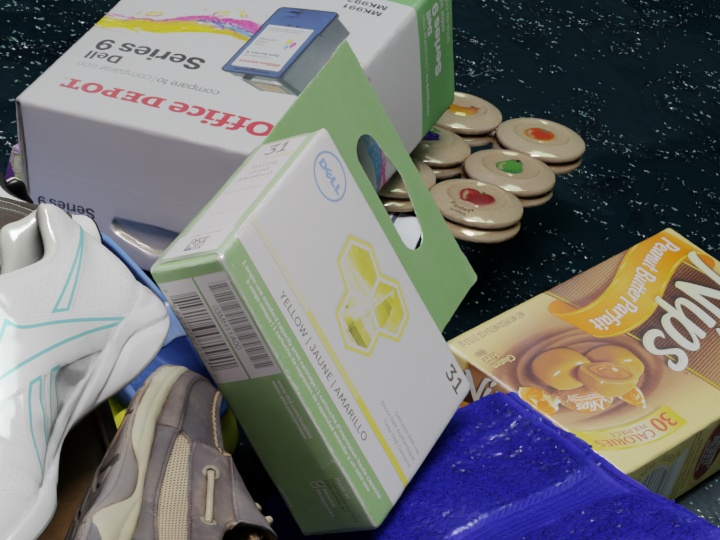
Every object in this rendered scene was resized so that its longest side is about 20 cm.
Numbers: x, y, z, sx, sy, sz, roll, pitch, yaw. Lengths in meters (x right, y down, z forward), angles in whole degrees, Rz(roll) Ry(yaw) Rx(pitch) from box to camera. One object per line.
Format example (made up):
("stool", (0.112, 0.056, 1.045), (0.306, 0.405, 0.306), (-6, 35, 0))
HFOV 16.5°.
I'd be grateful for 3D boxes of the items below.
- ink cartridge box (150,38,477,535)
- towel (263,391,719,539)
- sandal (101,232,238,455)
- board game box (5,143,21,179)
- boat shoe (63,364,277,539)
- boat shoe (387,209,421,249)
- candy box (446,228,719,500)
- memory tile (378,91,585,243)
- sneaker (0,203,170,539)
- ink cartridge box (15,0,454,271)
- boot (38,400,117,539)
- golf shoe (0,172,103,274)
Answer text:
("ink cartridge box", (0.000, 0.000, 1.104), (0.048, 0.146, 0.200), (-12, 28, 37))
("towel", (0.063, 0.114, 1.070), (0.148, 0.050, 0.200), (-17, 24, -26))
("sandal", (-0.135, 0.013, 1.161), (0.200, 0.087, 0.079), (28, 36, 16))
("board game box", (-0.087, -0.065, 1.345), (0.120, 0.032, 0.200), (33, 35, 13))
("boat shoe", (-0.075, 0.108, 0.965), (0.073, 0.075, 0.200), (26, 28, -5))
("boat shoe", (-0.030, 0.011, 1.224), (0.086, 0.075, 0.202), (22, 31, 4))
("candy box", (0.138, 0.055, 1.258), (0.115, 0.055, 0.200), (37, 38, 25))
("memory tile", (0.012, -0.075, 1.339), (0.200, 0.017, 0.153), (19, 29, 18))
("sneaker", (-0.148, 0.053, 0.968), (0.080, 0.070, 0.200), (53, 39, -23))
("ink cartridge box", (-0.057, -0.083, 1.230), (0.145, 0.088, 0.200), (14, 39, 21))
("boot", (-0.142, 0.089, 1.069), (0.075, 0.074, 0.200), (-13, 47, -26))
("golf shoe", (-0.192, -0.003, 1.113), (0.094, 0.078, 0.200), (-29, 27, -36))
